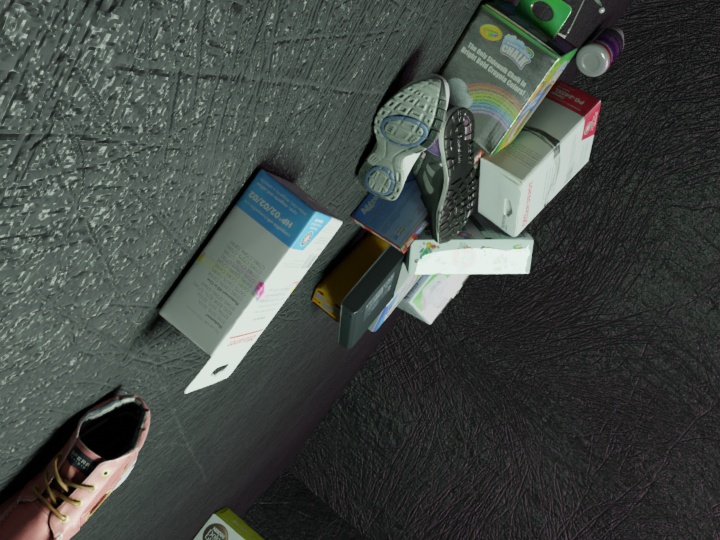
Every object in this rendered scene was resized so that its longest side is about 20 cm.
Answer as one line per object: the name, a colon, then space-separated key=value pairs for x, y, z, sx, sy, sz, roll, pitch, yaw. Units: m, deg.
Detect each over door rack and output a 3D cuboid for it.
over door rack: x=0.485 y=-0.576 z=1.420 sx=0.200 sy=0.067 sz=0.148 roll=-50 pitch=171 yaw=-17

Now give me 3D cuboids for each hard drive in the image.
hard drive: x=0.016 y=0.049 z=1.176 sx=0.140 sy=0.033 sz=0.200 roll=-50 pitch=168 yaw=-20

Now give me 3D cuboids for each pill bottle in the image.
pill bottle: x=0.808 y=-0.739 z=2.320 sx=0.200 sy=0.112 sz=0.113 roll=-46 pitch=170 yaw=-34

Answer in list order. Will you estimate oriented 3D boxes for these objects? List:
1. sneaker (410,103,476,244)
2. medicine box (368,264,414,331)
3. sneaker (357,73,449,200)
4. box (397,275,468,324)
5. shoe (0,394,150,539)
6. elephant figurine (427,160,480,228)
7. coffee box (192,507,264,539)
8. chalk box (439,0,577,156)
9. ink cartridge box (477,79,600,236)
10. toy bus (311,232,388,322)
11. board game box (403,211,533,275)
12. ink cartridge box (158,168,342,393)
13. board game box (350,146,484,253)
sneaker: x=0.104 y=-0.136 z=0.943 sx=0.076 sy=0.087 sz=0.201 roll=-28 pitch=132 yaw=-34
medicine box: x=0.060 y=0.000 z=1.411 sx=0.200 sy=0.103 sz=0.182 roll=-48 pitch=171 yaw=-20
sneaker: x=0.054 y=-0.171 z=0.837 sx=0.087 sy=0.074 sz=0.200 roll=-61 pitch=-176 yaw=-32
box: x=0.148 y=0.000 z=1.598 sx=0.200 sy=0.097 sz=0.176 roll=-50 pitch=-147 yaw=-8
shoe: x=-0.261 y=0.190 z=0.605 sx=0.091 sy=0.071 sz=0.200 roll=-59 pitch=175 yaw=33
elephant figurine: x=0.168 y=-0.187 z=1.102 sx=0.141 sy=0.156 sz=0.200 roll=-8 pitch=-150 yaw=49
coffee box: x=-0.428 y=0.892 z=2.177 sx=0.198 sy=0.199 sz=0.200 roll=-51 pitch=171 yaw=-10
chalk box: x=0.198 y=-0.277 z=0.923 sx=0.200 sy=0.124 sz=0.124 roll=-56 pitch=171 yaw=32
ink cartridge box: x=0.275 y=-0.172 z=1.083 sx=0.200 sy=0.083 sz=0.145 roll=-44 pitch=153 yaw=-17
toy bus: x=0.000 y=0.000 z=1.221 sx=0.200 sy=0.065 sz=0.078 roll=-47 pitch=168 yaw=-31
board game box: x=0.168 y=-0.048 z=1.161 sx=0.148 sy=0.199 sz=0.065 roll=-104 pitch=-165 yaw=-68
ink cartridge box: x=-0.110 y=0.011 z=0.654 sx=0.200 sy=0.068 sz=0.115 roll=-53 pitch=171 yaw=5
board game box: x=0.085 y=-0.128 z=1.018 sx=0.200 sy=0.103 sz=0.019 roll=-51 pitch=150 yaw=-8
